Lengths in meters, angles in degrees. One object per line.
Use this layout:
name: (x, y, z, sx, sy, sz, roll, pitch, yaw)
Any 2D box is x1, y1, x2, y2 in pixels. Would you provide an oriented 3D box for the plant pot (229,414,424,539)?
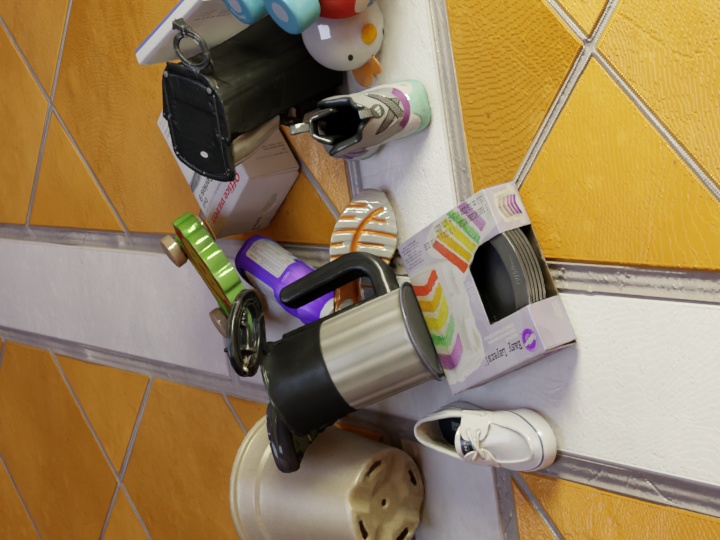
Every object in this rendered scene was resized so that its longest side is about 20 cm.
plant pot: (-0.028, 0.276, 1.835, 0.183, 0.200, 0.202, 3, 105, 44)

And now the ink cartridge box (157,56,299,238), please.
ink cartridge box: (-0.177, -0.166, 1.956, 0.201, 0.084, 0.146, 61, 145, 21)

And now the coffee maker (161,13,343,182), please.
coffee maker: (-0.120, -0.226, 1.719, 0.135, 0.200, 0.193, 40, 142, 17)

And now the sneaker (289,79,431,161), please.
sneaker: (-0.027, -0.164, 1.678, 0.200, 0.139, 0.078, -23, 83, 56)

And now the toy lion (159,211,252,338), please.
toy lion: (-0.187, 0.010, 1.957, 0.201, 0.068, 0.192, 58, 169, -18)

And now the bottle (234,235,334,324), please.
bottle: (-0.081, 0.022, 1.888, 0.065, 0.083, 0.200, -53, 43, -4)

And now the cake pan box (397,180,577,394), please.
cake pan box: (0.134, 0.021, 1.593, 0.200, 0.052, 0.185, -31, 78, 57)

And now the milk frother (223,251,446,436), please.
milk frother: (-0.031, 0.078, 1.643, 0.187, 0.200, 0.182, -24, 88, 17)

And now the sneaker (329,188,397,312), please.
sneaker: (0.000, 0.000, 1.769, 0.077, 0.078, 0.202, -70, -11, -79)

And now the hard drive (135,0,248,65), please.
hard drive: (-0.190, -0.318, 1.871, 0.200, 0.131, 0.026, -29, 79, 56)

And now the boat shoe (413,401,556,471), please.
boat shoe: (0.135, 0.190, 1.643, 0.199, 0.065, 0.074, -3, 99, 57)

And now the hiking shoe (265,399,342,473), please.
hiking shoe: (-0.049, 0.156, 1.791, 0.100, 0.201, 0.076, 1, 140, 19)

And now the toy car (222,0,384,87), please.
toy car: (-0.018, -0.287, 1.638, 0.176, 0.184, 0.201, 22, 149, 50)
